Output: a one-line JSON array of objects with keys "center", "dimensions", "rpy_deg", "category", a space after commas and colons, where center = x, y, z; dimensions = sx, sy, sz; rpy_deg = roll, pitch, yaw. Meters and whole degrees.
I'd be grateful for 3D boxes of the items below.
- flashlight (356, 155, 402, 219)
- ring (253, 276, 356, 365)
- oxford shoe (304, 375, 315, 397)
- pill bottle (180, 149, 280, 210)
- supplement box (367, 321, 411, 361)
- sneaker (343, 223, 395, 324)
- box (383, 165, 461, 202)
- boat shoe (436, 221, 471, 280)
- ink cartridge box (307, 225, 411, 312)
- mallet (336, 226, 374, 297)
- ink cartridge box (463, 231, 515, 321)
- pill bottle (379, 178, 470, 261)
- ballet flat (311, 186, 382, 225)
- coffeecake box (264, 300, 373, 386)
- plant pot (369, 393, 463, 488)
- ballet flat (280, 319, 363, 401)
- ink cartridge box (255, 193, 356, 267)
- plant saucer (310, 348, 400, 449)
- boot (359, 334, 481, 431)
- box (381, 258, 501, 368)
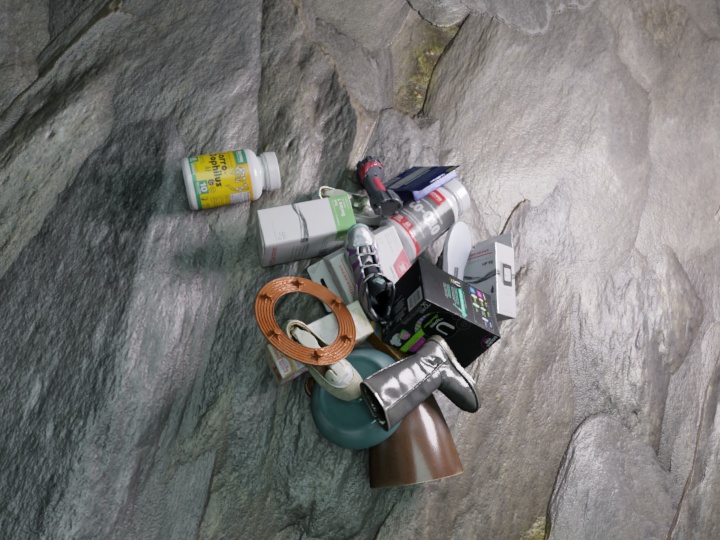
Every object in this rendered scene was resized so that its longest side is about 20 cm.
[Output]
[{"center": [0.043, -0.186, 1.297], "dimensions": [0.068, 0.201, 0.068], "rpy_deg": [24, 113, -30], "category": "flashlight"}, {"center": [-0.096, 0.085, 1.063], "dimensions": [0.199, 0.019, 0.201], "rpy_deg": [20, 40, -18], "category": "ring"}, {"center": [-0.014, 0.242, 1.218], "dimensions": [0.198, 0.071, 0.072], "rpy_deg": [0, 72, -13], "category": "oxford shoe"}, {"center": [-0.279, -0.201, 1.269], "dimensions": [0.198, 0.113, 0.114], "rpy_deg": [-11, 76, -15], "category": "pill bottle"}, {"center": [0.067, 0.149, 1.263], "dimensions": [0.200, 0.069, 0.066], "rpy_deg": [45, 68, 6], "category": "supplement box"}, {"center": [0.028, 0.008, 1.145], "dimensions": [0.077, 0.140, 0.202], "rpy_deg": [-15, 100, -16], "category": "sneaker"}, {"center": [0.132, -0.196, 1.313], "dimensions": [0.121, 0.200, 0.033], "rpy_deg": [-33, 110, -18], "category": "box"}, {"center": [0.201, -0.010, 1.326], "dimensions": [0.069, 0.066, 0.202], "rpy_deg": [6, 88, -33], "category": "boat shoe"}, {"center": [0.000, 0.000, 1.246], "dimensions": [0.199, 0.067, 0.117], "rpy_deg": [-29, 102, -13], "category": "ink cartridge box"}, {"center": [-0.023, -0.004, 1.309], "dimensions": [0.041, 0.066, 0.201], "rpy_deg": [25, 85, -4], "category": "mallet"}, {"center": [0.281, 0.013, 1.313], "dimensions": [0.066, 0.115, 0.202], "rpy_deg": [14, 69, -35], "category": "ink cartridge box"}, {"center": [0.149, -0.123, 1.333], "dimensions": [0.200, 0.114, 0.114], "rpy_deg": [-39, 85, -19], "category": "pill bottle"}, {"center": [-0.013, -0.150, 1.334], "dimensions": [0.198, 0.069, 0.070], "rpy_deg": [12, 72, -8], "category": "ballet flat"}, {"center": [-0.088, 0.151, 1.183], "dimensions": [0.199, 0.154, 0.074], "rpy_deg": [-25, 80, -17], "category": "coffeecake box"}, {"center": [0.093, 0.310, 1.158], "dimensions": [0.185, 0.187, 0.202], "rpy_deg": [-6, 75, -13], "category": "plant pot"}, {"center": [-0.069, 0.166, 1.068], "dimensions": [0.200, 0.062, 0.068], "rpy_deg": [40, 68, 1], "category": "ballet flat"}, {"center": [-0.122, -0.083, 1.249], "dimensions": [0.198, 0.146, 0.085], "rpy_deg": [-11, 75, -15], "category": "ink cartridge box"}, {"center": [-0.008, 0.238, 1.123], "dimensions": [0.198, 0.036, 0.202], "rpy_deg": [-8, 59, 13], "category": "plant saucer"}, {"center": [0.115, 0.232, 1.079], "dimensions": [0.199, 0.073, 0.182], "rpy_deg": [-32, 81, -41], "category": "boot"}, {"center": [0.161, 0.098, 1.202], "dimensions": [0.199, 0.149, 0.125], "rpy_deg": [26, 36, -23], "category": "box"}]
